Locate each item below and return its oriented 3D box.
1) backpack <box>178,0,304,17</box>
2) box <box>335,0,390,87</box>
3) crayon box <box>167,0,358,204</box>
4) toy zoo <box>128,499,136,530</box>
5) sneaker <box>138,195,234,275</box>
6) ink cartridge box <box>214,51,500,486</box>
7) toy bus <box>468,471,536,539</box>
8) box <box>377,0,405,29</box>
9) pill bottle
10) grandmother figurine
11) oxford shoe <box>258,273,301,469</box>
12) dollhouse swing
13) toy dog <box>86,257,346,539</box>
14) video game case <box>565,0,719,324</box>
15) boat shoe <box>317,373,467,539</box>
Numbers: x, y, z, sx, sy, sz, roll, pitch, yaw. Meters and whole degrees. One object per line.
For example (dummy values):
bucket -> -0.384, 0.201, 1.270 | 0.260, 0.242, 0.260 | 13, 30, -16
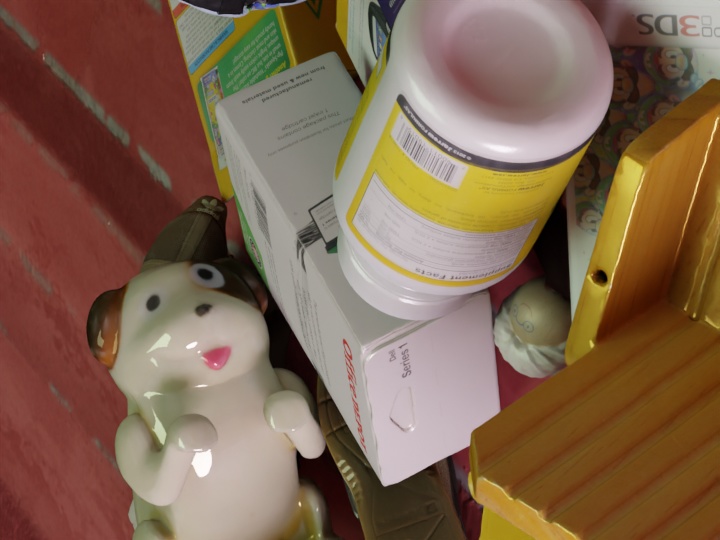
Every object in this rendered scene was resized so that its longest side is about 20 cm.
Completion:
backpack -> -0.060, -0.235, 1.471 | 0.154, 0.162, 0.201 | -149, 53, -61
box -> 0.040, -0.101, 1.578 | 0.119, 0.041, 0.201 | 94, 153, -60
crayon box -> -0.065, -0.158, 1.756 | 0.126, 0.051, 0.201 | -38, 62, 53
toy zoo -> -0.104, 0.182, 1.893 | 0.201, 0.020, 0.131 | 63, 141, 29
sneaker -> -0.106, 0.018, 1.823 | 0.076, 0.070, 0.200 | -63, -3, -20
ink cartridge box -> 0.000, 0.000, 1.604 | 0.200, 0.084, 0.146 | 58, 167, 33
toy bus -> 0.141, 0.154, 1.403 | 0.135, 0.200, 0.192 | -31, 32, 19
box -> 0.055, -0.240, 1.512 | 0.148, 0.104, 0.201 | -57, 50, 45
pill bottle -> 0.048, -0.057, 1.409 | 0.200, 0.111, 0.113 | 115, 138, -58
grandmother figurine -> 0.123, -0.027, 1.483 | 0.201, 0.060, 0.122 | -66, 34, 33
oxford shoe -> -0.064, 0.088, 1.792 | 0.084, 0.073, 0.201 | 28, 115, 22
dollhouse swing -> 0.170, 0.035, 1.265 | 0.200, 0.175, 0.183 | 31, 120, 33
toy dog -> -0.087, 0.091, 1.688 | 0.194, 0.139, 0.201 | -132, 29, -74
video game case -> 0.177, -0.038, 1.373 | 0.181, 0.024, 0.201 | 7, 106, 40
boat shoe -> 0.020, 0.120, 1.648 | 0.066, 0.071, 0.202 | 80, 174, -55
